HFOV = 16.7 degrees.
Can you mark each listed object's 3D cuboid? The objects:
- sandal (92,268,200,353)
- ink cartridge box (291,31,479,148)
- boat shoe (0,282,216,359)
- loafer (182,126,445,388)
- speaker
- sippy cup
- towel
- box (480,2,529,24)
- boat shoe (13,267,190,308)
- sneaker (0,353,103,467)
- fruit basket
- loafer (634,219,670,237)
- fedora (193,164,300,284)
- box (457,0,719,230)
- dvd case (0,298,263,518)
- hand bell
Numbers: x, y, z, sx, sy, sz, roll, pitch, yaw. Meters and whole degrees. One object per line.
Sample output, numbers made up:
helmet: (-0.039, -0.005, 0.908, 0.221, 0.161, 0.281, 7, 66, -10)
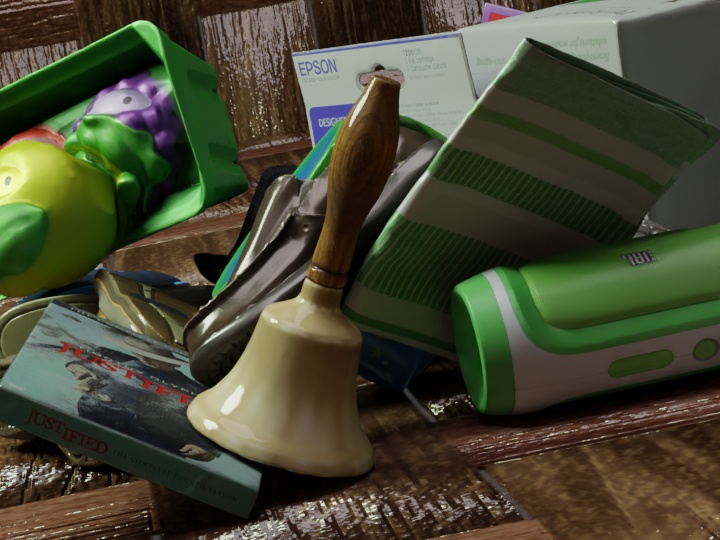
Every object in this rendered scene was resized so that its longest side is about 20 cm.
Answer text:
sandal: (-0.133, 0.042, 1.527, 0.080, 0.054, 0.200, 24, 6, -13)
ink cartridge box: (0.041, -0.066, 1.718, 0.043, 0.201, 0.198, -18, 12, -36)
boat shoe: (-0.149, 0.047, 1.662, 0.199, 0.075, 0.068, -1, 6, -6)
loafer: (-0.033, -0.012, 1.387, 0.071, 0.073, 0.200, 38, 66, 23)
speaker: (0.155, 0.024, 1.369, 0.199, 0.089, 0.088, -12, 8, -9)
sippy cup: (0.000, 0.000, 1.491, 0.178, 0.130, 0.140, -52, 7, 14)
towel: (0.093, -0.028, 1.377, 0.152, 0.200, 0.023, 18, 31, -34)
box: (0.175, -0.113, 1.857, 0.199, 0.138, 0.039, 15, 7, 14)
boat shoe: (-0.199, 0.038, 1.768, 0.068, 0.085, 0.200, 16, 6, 26)
sneaker: (-0.159, 0.073, 1.482, 0.075, 0.071, 0.200, -8, 8, -31)
fruit basket: (-0.196, -0.060, 1.602, 0.214, 0.156, 0.216, -16, -9, -3)
loafer: (0.144, 0.003, 1.490, 0.199, 0.070, 0.070, 14, 27, -31)
fedora: (-0.007, -0.020, 1.634, 0.199, 0.092, 0.201, 12, 4, -1)
box: (0.198, -0.089, 1.680, 0.171, 0.201, 0.199, -17, 11, -29)
dvd case: (-0.118, 0.071, 1.324, 0.145, 0.022, 0.200, 22, 10, -3)
hand bell: (-0.015, -0.004, 1.280, 0.104, 0.201, 0.104, 16, 13, -4)
